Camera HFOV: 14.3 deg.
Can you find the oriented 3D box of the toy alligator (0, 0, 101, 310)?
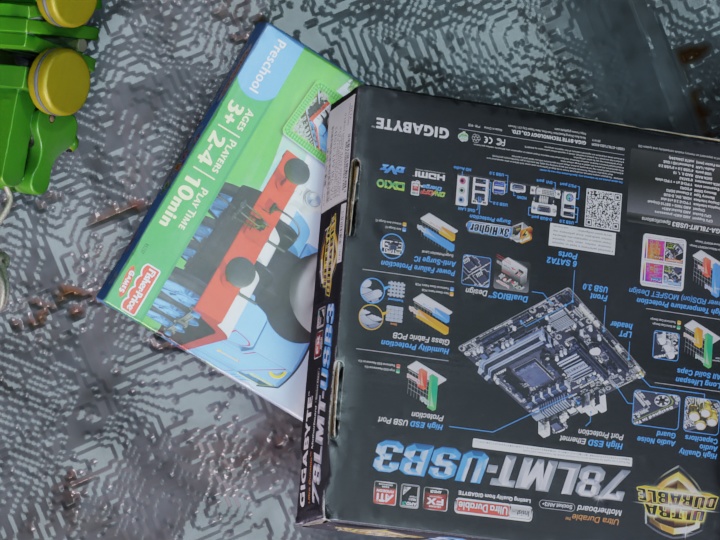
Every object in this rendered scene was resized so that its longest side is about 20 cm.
[{"bbox_3d":[-0.146,-0.079,1.315,0.054,0.059,0.201,2,94,-51],"label":"toy alligator"}]

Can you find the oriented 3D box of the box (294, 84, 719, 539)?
[{"bbox_3d":[0.077,0.028,1.312,0.199,0.050,0.200,7,80,-16],"label":"box"}]

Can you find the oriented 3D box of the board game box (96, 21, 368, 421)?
[{"bbox_3d":[0.000,0.000,1.351,0.199,0.037,0.152,31,87,-11],"label":"board game box"}]
